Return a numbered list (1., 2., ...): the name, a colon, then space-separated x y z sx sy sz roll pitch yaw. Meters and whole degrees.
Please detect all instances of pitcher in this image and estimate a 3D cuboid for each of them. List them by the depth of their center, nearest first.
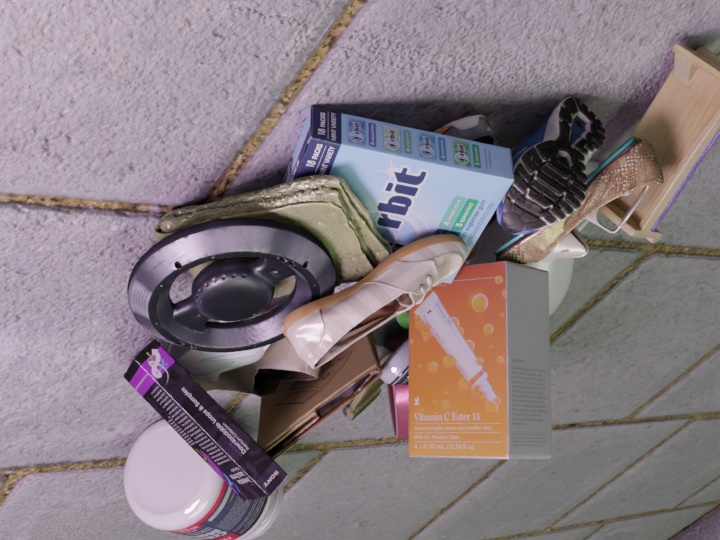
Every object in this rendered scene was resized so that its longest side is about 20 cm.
1. pitcher: 0.213 -0.029 1.384 0.171 0.121 0.201 -14 139 -38

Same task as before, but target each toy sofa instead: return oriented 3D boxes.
1. toy sofa: 0.336 -0.134 1.271 0.097 0.083 0.201 3 124 -49

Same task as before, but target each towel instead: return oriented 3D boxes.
1. towel: -0.082 -0.027 1.141 0.199 0.037 0.149 -13 141 16

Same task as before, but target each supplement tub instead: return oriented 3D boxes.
1. supplement tub: -0.196 0.273 1.521 0.140 0.141 0.200 -31 151 11

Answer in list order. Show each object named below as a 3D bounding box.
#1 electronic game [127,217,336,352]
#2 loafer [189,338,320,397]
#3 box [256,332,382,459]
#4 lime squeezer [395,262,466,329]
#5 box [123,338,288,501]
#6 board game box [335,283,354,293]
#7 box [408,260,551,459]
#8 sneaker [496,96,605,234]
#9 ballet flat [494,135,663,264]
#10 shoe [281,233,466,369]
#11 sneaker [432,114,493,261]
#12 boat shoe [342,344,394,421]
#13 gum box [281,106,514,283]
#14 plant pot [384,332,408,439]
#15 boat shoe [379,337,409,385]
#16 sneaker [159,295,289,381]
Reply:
1. electronic game: -0.122 0.017 1.132 0.199 0.042 0.201 -8 145 -6
2. loafer: -0.130 0.112 1.351 0.199 0.069 0.076 -18 153 17
3. box: -0.049 0.132 1.360 0.163 0.021 0.200 -38 -169 5
4. lime squeezer: 0.072 0.029 1.381 0.200 0.038 0.071 -15 110 -53
5. box: -0.168 0.164 1.268 0.036 0.200 0.143 -43 -178 -20
6. board game box: 0.000 0.000 1.332 0.134 0.034 0.200 -19 151 -12
7. box: 0.127 0.099 1.263 0.124 0.202 0.097 -6 169 36
8. sneaker: 0.183 -0.092 1.206 0.089 0.079 0.200 -44 -175 45
9. ballet flat: 0.230 -0.054 1.230 0.200 0.065 0.070 -41 177 17
10. shoe: 0.022 0.030 1.146 0.199 0.054 0.070 -28 152 -10
11. sneaker: 0.107 -0.085 1.232 0.078 0.078 0.200 -17 150 -12
12. boat shoe: -0.008 0.129 1.468 0.075 0.068 0.200 -40 170 -23
13. gum box: 0.025 -0.068 1.154 0.199 0.045 0.170 9 142 -14
14. plant pot: 0.125 0.143 1.533 0.178 0.201 0.200 -6 150 -2
15. boat shoe: 0.085 0.101 1.363 0.072 0.071 0.200 -45 171 25
16. sneaker: -0.119 0.053 1.276 0.200 0.071 0.080 -30 134 21
